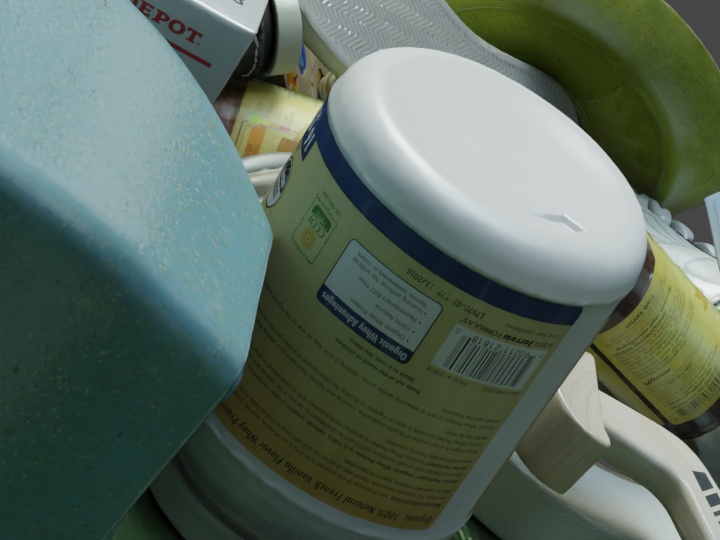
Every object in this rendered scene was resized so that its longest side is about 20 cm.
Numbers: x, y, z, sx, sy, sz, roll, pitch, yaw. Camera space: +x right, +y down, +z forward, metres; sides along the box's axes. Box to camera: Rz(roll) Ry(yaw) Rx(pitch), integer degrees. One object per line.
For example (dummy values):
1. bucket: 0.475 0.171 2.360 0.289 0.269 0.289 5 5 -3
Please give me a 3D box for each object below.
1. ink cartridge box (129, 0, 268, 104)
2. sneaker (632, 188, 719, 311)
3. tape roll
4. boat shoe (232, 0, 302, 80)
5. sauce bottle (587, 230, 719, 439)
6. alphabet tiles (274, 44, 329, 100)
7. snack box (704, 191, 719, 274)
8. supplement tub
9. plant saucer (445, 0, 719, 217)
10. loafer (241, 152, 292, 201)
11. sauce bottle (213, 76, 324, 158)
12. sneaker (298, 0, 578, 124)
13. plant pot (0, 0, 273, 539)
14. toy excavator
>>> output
1. ink cartridge box: -0.115 -0.094 1.236 0.115 0.200 0.067 29 28 -9
2. sneaker: 0.155 0.010 1.539 0.199 0.075 0.081 21 13 -21
3. tape roll: 0.106 0.078 1.431 0.202 0.037 0.203 27 28 -15
4. boat shoe: -0.095 -0.162 1.461 0.060 0.072 0.201 -13 44 -23
5. sauce bottle: 0.109 0.006 1.359 0.200 0.065 0.065 45 11 -47
6. alphabet tiles: -0.039 -0.169 1.549 0.006 0.201 0.167 -8 26 11
7. snack box: 0.248 0.066 1.451 0.200 0.067 0.169 40 34 -45
8. supplement tub: 0.009 0.026 1.225 0.144 0.200 0.145 26 27 -15
9. plant saucer: 0.099 -0.091 1.565 0.200 0.200 0.031 35 58 2
10. loafer: 0.000 0.000 1.339 0.199 0.075 0.070 5 37 -31
11. sauce bottle: 0.015 -0.039 1.448 0.199 0.066 0.066 16 28 -1
12. sneaker: 0.003 -0.099 1.513 0.200 0.115 0.074 35 65 -35
13. plant pot: -0.146 -0.004 1.126 0.200 0.197 0.196 34 26 -12
14. toy excavator: 0.168 0.131 1.316 0.194 0.100 0.201 8 43 -44
